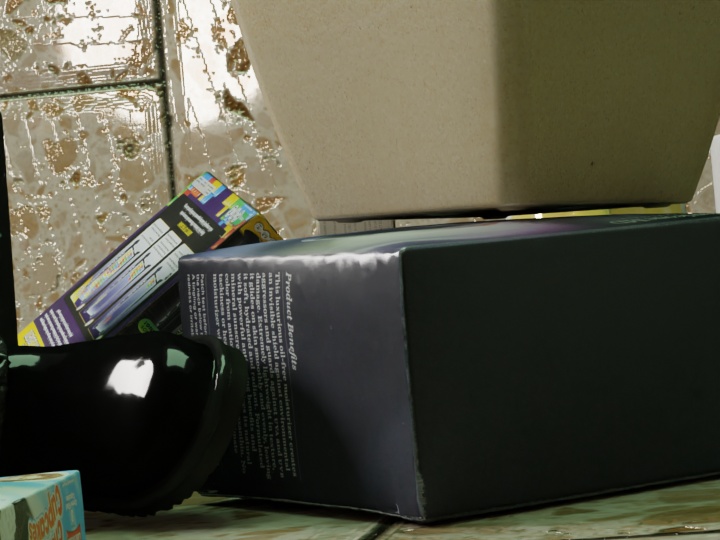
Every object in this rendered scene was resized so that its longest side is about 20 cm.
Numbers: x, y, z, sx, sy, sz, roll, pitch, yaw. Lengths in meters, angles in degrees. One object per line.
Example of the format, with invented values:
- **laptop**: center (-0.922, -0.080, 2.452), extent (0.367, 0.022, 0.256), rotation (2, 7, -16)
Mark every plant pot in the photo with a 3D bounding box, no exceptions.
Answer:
- **plant pot**: center (0.062, -0.114, 1.182), extent (0.200, 0.177, 0.200), rotation (-2, 0, 45)

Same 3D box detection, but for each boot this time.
- **boot**: center (-0.167, 0.055, 1.121), extent (0.158, 0.080, 0.211), rotation (26, -28, -35)

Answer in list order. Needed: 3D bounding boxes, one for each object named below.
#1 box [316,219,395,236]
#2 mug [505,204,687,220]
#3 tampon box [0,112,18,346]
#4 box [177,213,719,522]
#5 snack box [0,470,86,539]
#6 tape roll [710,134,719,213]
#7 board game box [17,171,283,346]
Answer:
- **box**: center (0.000, 0.000, 1.287), extent (0.041, 0.200, 0.039), rotation (-5, 4, 5)
- **mug**: center (0.165, 0.003, 1.620), extent (0.149, 0.154, 0.186), rotation (-5, 1, -26)
- **tampon box**: center (-0.270, 0.023, 1.294), extent (0.150, 0.200, 0.126), rotation (-4, 0, -31)
- **box**: center (0.052, 0.039, 1.151), extent (0.200, 0.124, 0.198), rotation (-6, 3, -33)
- **snack box**: center (-0.178, 0.105, 0.907), extent (0.116, 0.037, 0.200), rotation (-6, 1, 6)
- **tape roll**: center (0.307, -0.020, 1.445), extent (0.202, 0.139, 0.203), rotation (-5, 1, 0)
- **board game box**: center (-0.117, 0.027, 1.418), extent (0.165, 0.057, 0.200), rotation (-42, 14, -2)
